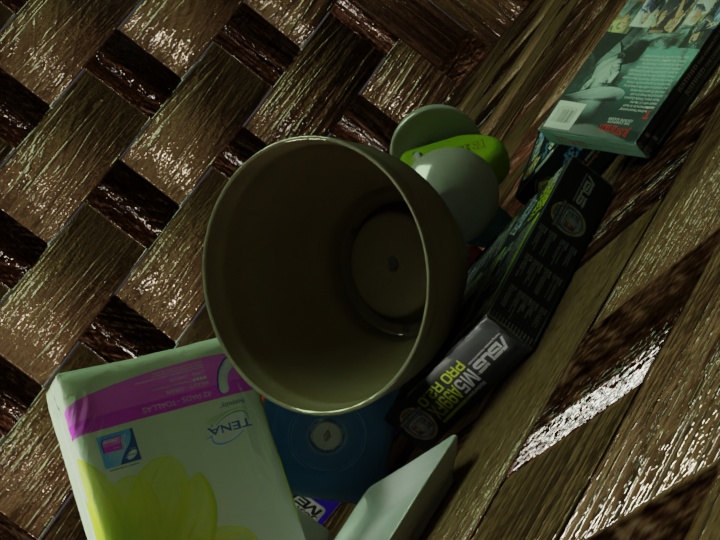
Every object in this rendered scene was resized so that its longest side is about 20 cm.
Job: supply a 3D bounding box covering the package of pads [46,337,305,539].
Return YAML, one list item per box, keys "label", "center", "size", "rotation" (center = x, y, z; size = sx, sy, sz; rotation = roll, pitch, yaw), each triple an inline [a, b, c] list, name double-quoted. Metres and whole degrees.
- label: "package of pads"
  center: [-0.133, 0.159, 1.401]
  size: [0.153, 0.202, 0.068]
  rotation: [-12, -15, -23]

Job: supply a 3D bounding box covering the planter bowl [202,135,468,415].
- label: "planter bowl"
  center: [0.000, 0.000, 1.401]
  size: [0.201, 0.201, 0.134]
  rotation: [-51, -23, 25]

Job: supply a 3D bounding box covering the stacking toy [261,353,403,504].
- label: "stacking toy"
  center: [-0.030, 0.100, 1.543]
  size: [0.200, 0.109, 0.117]
  rotation: [-96, 17, -73]

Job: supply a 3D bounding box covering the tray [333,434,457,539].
- label: "tray"
  center: [0.014, 0.182, 1.308]
  size: [0.108, 0.022, 0.200]
  rotation: [-56, 5, -24]

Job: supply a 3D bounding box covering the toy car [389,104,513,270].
- label: "toy car"
  center: [0.044, -0.037, 1.593]
  size: [0.198, 0.151, 0.175]
  rotation: [-24, 22, 5]

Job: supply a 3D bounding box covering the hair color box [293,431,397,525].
- label: "hair color box"
  center: [-0.001, 0.128, 1.664]
  size: [0.201, 0.065, 0.109]
  rotation: [-54, 5, 18]

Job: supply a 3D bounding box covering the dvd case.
- label: "dvd case"
  center: [0.236, -0.178, 1.466]
  size: [0.201, 0.022, 0.146]
  rotation: [-53, 25, -10]

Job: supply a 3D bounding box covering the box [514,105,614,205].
- label: "box"
  center: [0.211, -0.143, 1.634]
  size: [0.159, 0.046, 0.200]
  rotation: [-51, 5, 26]

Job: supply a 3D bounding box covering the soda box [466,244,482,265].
- label: "soda box"
  center: [0.041, 0.056, 1.726]
  size: [0.201, 0.070, 0.063]
  rotation: [-53, 3, 19]

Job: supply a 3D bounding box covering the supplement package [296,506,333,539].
- label: "supplement package"
  center: [-0.152, 0.272, 1.527]
  size: [0.200, 0.151, 0.151]
  rotation: [-50, 5, 34]

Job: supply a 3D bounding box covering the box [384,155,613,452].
- label: "box"
  center: [0.106, 0.025, 1.428]
  size: [0.160, 0.044, 0.201]
  rotation: [-49, 7, 45]
